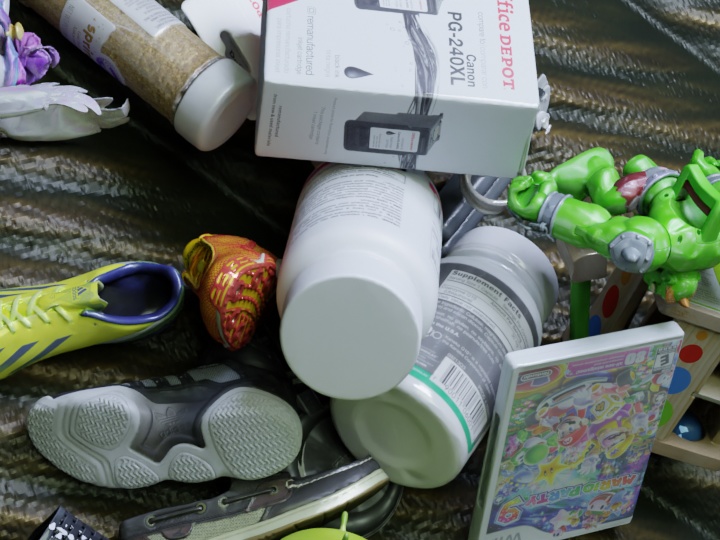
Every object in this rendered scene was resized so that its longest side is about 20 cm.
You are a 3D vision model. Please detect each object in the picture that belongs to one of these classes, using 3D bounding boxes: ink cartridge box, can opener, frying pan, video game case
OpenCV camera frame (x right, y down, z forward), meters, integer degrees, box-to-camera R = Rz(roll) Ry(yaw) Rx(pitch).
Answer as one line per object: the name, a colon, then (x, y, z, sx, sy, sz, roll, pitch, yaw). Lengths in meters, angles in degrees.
ink cartridge box: (-0.048, -0.193, 1.305, 0.199, 0.067, 0.118, -29, 86, -29)
can opener: (0.102, -0.093, 1.351, 0.066, 0.053, 0.201, 22, 59, 21)
frying pan: (-0.022, 0.113, 1.235, 0.114, 0.031, 0.192, -4, 76, -25)
ink cartridge box: (0.026, -0.153, 1.178, 0.198, 0.084, 0.146, 4, 52, -6)
video game case: (0.160, 0.131, 1.214, 0.142, 0.201, 0.018, -10, 41, -20)

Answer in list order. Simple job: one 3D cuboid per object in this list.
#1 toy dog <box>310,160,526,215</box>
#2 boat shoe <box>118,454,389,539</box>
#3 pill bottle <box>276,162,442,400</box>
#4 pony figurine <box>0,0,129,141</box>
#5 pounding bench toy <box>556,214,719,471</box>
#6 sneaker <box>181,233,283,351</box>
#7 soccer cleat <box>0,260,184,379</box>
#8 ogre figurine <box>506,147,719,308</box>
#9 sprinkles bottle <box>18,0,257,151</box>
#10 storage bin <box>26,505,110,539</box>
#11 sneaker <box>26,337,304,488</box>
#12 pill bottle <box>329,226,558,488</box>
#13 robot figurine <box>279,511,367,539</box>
toy dog: (0.033, -0.115, 1.279, 0.198, 0.096, 0.133, -1, 102, -17)
boat shoe: (-0.078, 0.169, 1.154, 0.200, 0.072, 0.066, -23, 76, -12)
pill bottle: (0.000, 0.000, 1.142, 0.113, 0.114, 0.200, 31, 25, -10)
pony figurine: (-0.278, -0.139, 1.155, 0.191, 0.167, 0.202, -13, 87, 4)
pounding bench toy: (0.217, 0.051, 1.275, 0.199, 0.157, 0.125, 18, 34, -16)
sneaker: (-0.100, 0.010, 1.156, 0.077, 0.200, 0.073, 27, 91, 0)
soccer cleat: (-0.219, 0.031, 1.146, 0.199, 0.084, 0.065, -14, 77, -26)
ogre figurine: (0.214, -0.040, 1.167, 0.199, 0.099, 0.120, 15, 21, -39)
sprinkles bottle: (-0.170, -0.175, 1.218, 0.200, 0.068, 0.068, 39, 61, 14)
storage bin: (-0.220, 0.267, 1.034, 0.093, 0.135, 0.201, 36, 62, -7)
sneaker: (-0.134, 0.098, 1.166, 0.198, 0.076, 0.114, 0, 26, 8)
pill bottle: (0.070, 0.061, 1.228, 0.113, 0.113, 0.200, 43, 48, -4)
robot figurine: (-0.032, 0.269, 1.103, 0.115, 0.175, 0.202, 13, 93, -4)
